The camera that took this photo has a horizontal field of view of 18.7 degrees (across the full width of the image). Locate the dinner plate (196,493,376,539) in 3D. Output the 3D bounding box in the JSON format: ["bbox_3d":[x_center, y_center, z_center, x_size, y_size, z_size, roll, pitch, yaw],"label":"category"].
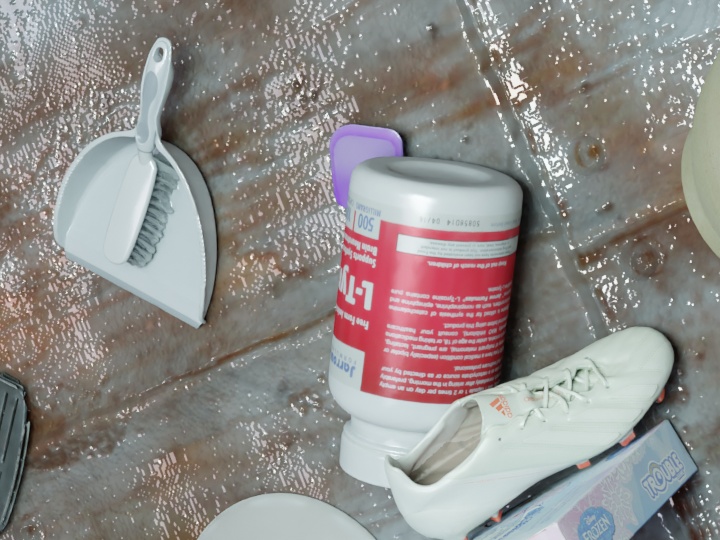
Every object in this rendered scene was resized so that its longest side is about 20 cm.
[{"bbox_3d":[-0.050,0.257,1.550,0.200,0.024,0.200,5,101,30],"label":"dinner plate"}]

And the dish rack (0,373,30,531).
[{"bbox_3d":[-0.347,0.122,1.681,0.200,0.055,0.154,23,109,25],"label":"dish rack"}]

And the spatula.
[{"bbox_3d":[0.000,0.000,1.480,0.056,0.021,0.200,10,103,27],"label":"spatula"}]

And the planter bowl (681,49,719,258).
[{"bbox_3d":[0.266,-0.066,1.234,0.135,0.200,0.200,-32,81,57],"label":"planter bowl"}]

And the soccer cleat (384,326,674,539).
[{"bbox_3d":[0.106,0.093,1.359,0.200,0.078,0.069,-36,36,-2],"label":"soccer cleat"}]

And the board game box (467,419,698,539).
[{"bbox_3d":[0.091,0.180,1.352,0.199,0.200,0.043,-34,87,30],"label":"board game box"}]

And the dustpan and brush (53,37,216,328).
[{"bbox_3d":[-0.150,-0.070,1.532,0.139,0.057,0.200,27,110,24],"label":"dustpan and brush"}]

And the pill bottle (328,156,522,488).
[{"bbox_3d":[0.039,0.034,1.410,0.112,0.112,0.200,13,104,28],"label":"pill bottle"}]
